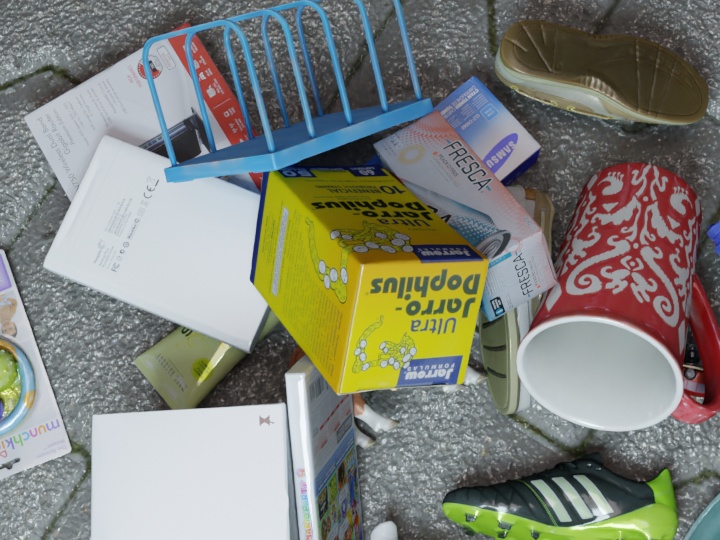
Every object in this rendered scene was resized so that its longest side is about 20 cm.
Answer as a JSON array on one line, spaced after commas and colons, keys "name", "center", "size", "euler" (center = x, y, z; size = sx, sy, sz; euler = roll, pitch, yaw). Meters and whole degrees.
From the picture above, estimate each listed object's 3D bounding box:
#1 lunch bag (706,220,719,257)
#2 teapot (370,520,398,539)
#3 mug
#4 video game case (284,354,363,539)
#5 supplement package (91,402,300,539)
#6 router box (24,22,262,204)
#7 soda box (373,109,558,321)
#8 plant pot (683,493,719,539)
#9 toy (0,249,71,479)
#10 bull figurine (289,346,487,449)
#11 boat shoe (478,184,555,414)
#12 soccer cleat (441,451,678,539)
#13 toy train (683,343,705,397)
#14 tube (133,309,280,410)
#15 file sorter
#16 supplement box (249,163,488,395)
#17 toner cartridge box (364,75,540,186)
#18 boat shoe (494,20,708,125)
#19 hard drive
[{"name": "lunch bag", "center": [0.419, -0.016, 1.120], "size": [0.200, 0.124, 0.170], "euler": [-31, 77, -12]}, {"name": "teapot", "center": [0.033, 0.342, 1.047], "size": [0.200, 0.146, 0.198], "euler": [-40, 107, -30]}, {"name": "mug", "center": [0.226, 0.029, 1.101], "size": [0.133, 0.178, 0.200], "euler": [-10, 40, 32]}, {"name": "video game case", "center": [-0.027, 0.162, 1.056], "size": [0.018, 0.143, 0.201], "euler": [-3, 99, 13]}, {"name": "supplement package", "center": [-0.121, 0.198, 1.056], "size": [0.150, 0.200, 0.152], "euler": [-3, 76, 2]}, {"name": "router box", "center": [-0.184, -0.099, 1.210], "size": [0.179, 0.049, 0.200], "euler": [-31, 77, -5]}, {"name": "soda box", "center": [0.084, -0.050, 1.082], "size": [0.068, 0.064, 0.200], "euler": [-29, 42, -4]}, {"name": "plant pot", "center": [0.357, 0.269, 1.032], "size": [0.134, 0.200, 0.201], "euler": [35, 79, -17]}, {"name": "toy", "center": [-0.349, 0.088, 1.175], "size": [0.115, 0.047, 0.201], "euler": [-22, 76, 0]}, {"name": "bull figurine", "center": [0.037, 0.065, 1.146], "size": [0.200, 0.065, 0.122], "euler": [-31, 78, 7]}, {"name": "boat shoe", "center": [0.144, 0.024, 1.147], "size": [0.068, 0.075, 0.201], "euler": [-3, 90, -18]}, {"name": "soccer cleat", "center": [0.170, 0.196, 1.117], "size": [0.199, 0.068, 0.081], "euler": [5, 59, 3]}, {"name": "toy train", "center": [0.296, 0.089, 1.147], "size": [0.199, 0.034, 0.046], "euler": [12, 88, 6]}, {"name": "tube", "center": [-0.107, 0.043, 1.173], "size": [0.200, 0.058, 0.052], "euler": [-41, 115, -4]}, {"name": "file sorter", "center": [-0.062, -0.162, 1.108], "size": [0.200, 0.138, 0.123], "euler": [-25, 106, -44]}, {"name": "supplement box", "center": [0.000, 0.000, 1.036], "size": [0.108, 0.200, 0.110], "euler": [-3, 117, -26]}, {"name": "toner cartridge box", "center": [0.059, -0.078, 1.195], "size": [0.200, 0.043, 0.095], "euler": [-40, 78, -7]}, {"name": "boat shoe", "center": [0.218, -0.177, 1.198], "size": [0.199, 0.066, 0.074], "euler": [18, 77, -6]}, {"name": "hard drive", "center": [-0.161, -0.025, 1.152], "size": [0.199, 0.027, 0.132], "euler": [21, 79, 9]}]
